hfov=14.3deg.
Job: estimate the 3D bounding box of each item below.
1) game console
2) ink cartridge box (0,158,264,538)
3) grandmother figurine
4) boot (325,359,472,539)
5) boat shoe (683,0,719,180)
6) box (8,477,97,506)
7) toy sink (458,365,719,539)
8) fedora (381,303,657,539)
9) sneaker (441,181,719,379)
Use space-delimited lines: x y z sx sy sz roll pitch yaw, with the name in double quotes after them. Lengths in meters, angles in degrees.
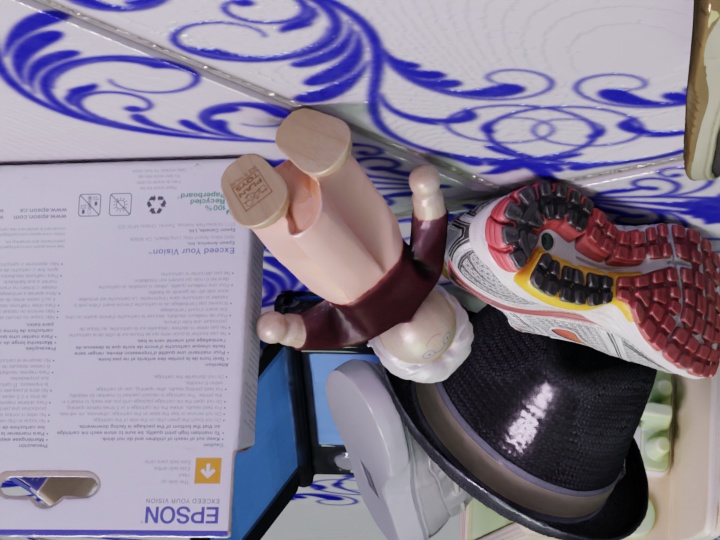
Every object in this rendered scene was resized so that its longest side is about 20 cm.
-0.018 0.114 1.774 0.170 0.119 0.200 1 147 3 "game console"
-0.150 0.043 1.476 0.196 0.201 0.043 0 164 12 "ink cartridge box"
0.000 0.000 1.457 0.121 0.061 0.200 -33 142 9 "grandmother figurine"
0.041 0.091 1.718 0.095 0.074 0.200 -32 154 -10 "boot"
0.170 -0.086 1.203 0.066 0.072 0.201 5 161 8 "boat shoe"
-0.168 0.058 1.578 0.032 0.121 0.200 41 170 -28 "box"
0.142 0.116 1.828 0.112 0.131 0.200 8 165 -17 "toy sink"
0.107 0.061 1.629 0.200 0.201 0.092 14 121 -37 "fedora"
0.125 0.005 1.554 0.200 0.078 0.082 27 157 -36 "sneaker"
